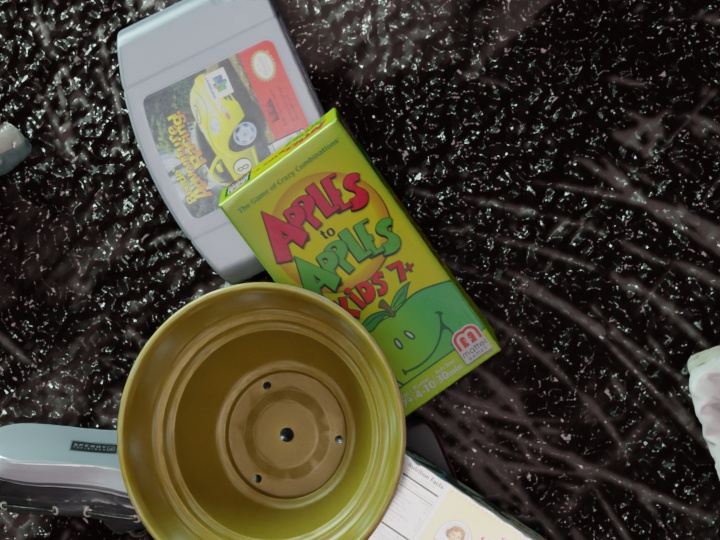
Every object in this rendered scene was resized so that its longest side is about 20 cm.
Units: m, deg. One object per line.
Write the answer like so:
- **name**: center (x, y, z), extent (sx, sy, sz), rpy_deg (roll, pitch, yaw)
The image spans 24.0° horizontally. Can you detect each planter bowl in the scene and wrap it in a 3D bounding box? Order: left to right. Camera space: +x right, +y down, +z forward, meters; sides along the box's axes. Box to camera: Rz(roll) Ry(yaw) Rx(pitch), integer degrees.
- **planter bowl**: center (-0.059, 0.112, 1.157), extent (0.198, 0.083, 0.203), rpy_deg (-1, 85, 12)

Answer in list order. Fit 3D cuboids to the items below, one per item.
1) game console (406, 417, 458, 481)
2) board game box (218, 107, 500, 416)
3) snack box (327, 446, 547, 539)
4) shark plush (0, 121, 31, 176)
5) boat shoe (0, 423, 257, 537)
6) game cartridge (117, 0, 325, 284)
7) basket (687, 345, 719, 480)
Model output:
- **game console**: center (-0.005, 0.224, 1.228), extent (0.198, 0.031, 0.178), rpy_deg (-24, 91, 6)
- **board game box**: center (0.000, 0.000, 1.182), extent (0.101, 0.048, 0.201), rpy_deg (-35, 104, 7)
- **snack box**: center (0.062, 0.214, 1.190), extent (0.199, 0.037, 0.117), rpy_deg (34, 94, 5)
- **shark plush**: center (-0.332, -0.043, 1.228), extent (0.083, 0.091, 0.200), rpy_deg (39, 91, -28)
- **boat shoe**: center (-0.175, 0.160, 1.226), extent (0.198, 0.070, 0.067), rpy_deg (6, 118, -2)
- **game cartridge**: center (-0.091, -0.100, 1.216), extent (0.132, 0.041, 0.202), rpy_deg (-25, 91, 10)
- **basket**: center (0.332, 0.120, 1.125), extent (0.196, 0.161, 0.202), rpy_deg (-20, 92, 6)
